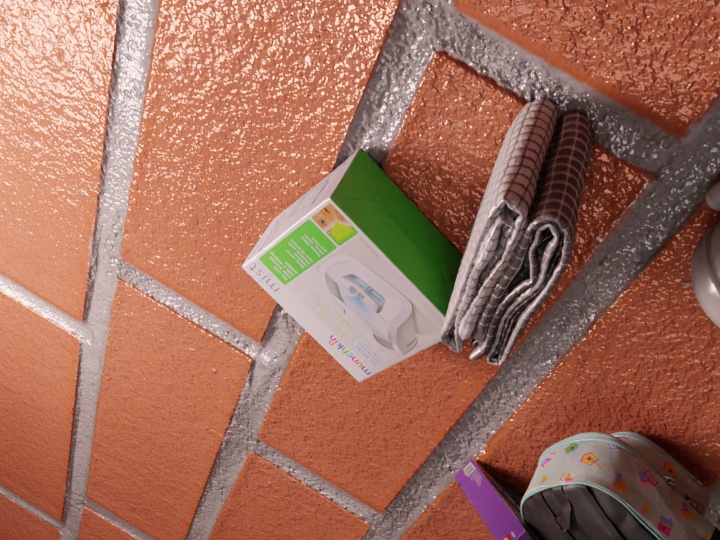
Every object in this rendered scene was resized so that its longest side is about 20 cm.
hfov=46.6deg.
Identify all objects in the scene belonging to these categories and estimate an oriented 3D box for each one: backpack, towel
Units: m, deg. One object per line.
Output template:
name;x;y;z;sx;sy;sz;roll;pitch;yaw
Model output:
backpack;0.290;0.276;0.960;0.199;0.155;0.176;37;143;-8
towel;0.146;-0.029;0.763;0.084;0.167;0.202;19;137;4

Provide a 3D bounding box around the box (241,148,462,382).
box;0.000;0.000;0.926;0.200;0.097;0.175;45;134;-15

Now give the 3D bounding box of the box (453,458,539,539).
box;0.200;0.336;1.061;0.137;0.039;0.200;48;180;-15

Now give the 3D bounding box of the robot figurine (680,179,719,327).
robot figurine;0.355;-0.015;0.688;0.201;0.111;0.172;-52;56;47
